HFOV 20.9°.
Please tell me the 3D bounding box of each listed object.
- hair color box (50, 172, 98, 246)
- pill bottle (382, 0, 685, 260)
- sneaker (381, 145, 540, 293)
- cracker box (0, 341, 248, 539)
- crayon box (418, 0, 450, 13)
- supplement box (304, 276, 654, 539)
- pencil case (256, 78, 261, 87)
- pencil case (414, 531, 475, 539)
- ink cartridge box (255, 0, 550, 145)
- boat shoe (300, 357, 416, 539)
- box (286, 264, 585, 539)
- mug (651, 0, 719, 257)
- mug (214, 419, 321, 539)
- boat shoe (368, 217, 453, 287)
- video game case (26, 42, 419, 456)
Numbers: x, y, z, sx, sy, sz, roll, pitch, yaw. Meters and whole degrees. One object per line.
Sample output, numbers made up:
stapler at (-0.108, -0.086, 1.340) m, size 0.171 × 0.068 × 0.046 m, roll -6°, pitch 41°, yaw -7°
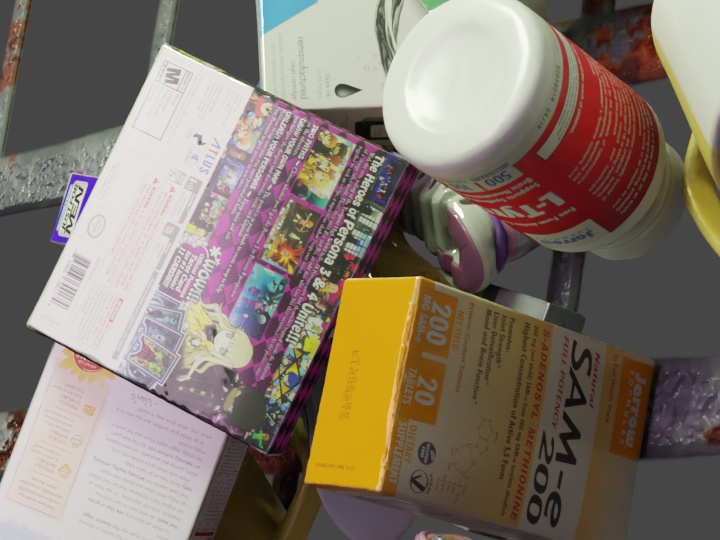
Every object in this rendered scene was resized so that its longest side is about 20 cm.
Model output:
hair color box at (-0.138, -0.025, 1.511) m, size 0.200 × 0.109 × 0.065 m, roll 9°, pitch 81°, yaw 49°
pill bottle at (0.113, -0.078, 1.176) m, size 0.112 × 0.200 × 0.112 m, roll -17°, pitch 61°, yaw 34°
sneaker at (0.067, -0.061, 1.323) m, size 0.200 × 0.088 × 0.081 m, roll 49°, pitch 155°, yaw 48°
cracker box at (-0.149, 0.119, 1.256) m, size 0.134 × 0.058 × 0.200 m, roll 21°, pitch 87°, yaw 16°
crayon box at (0.099, -0.258, 1.239) m, size 0.200 × 0.052 × 0.126 m, roll -30°, pitch 45°, yaw -3°
supplement box at (0.075, 0.088, 1.155) m, size 0.073 × 0.200 × 0.126 m, roll -3°, pitch 73°, yaw 51°
pencil case at (-0.035, -0.125, 1.394) m, size 0.078 × 0.087 × 0.200 m, roll 36°, pitch 107°, yaw 14°
pencil case at (0.038, 0.263, 1.217) m, size 0.083 × 0.087 × 0.200 m, roll 24°, pitch 93°, yaw 19°
ink cartridge box at (0.033, -0.147, 1.282) m, size 0.068 × 0.200 × 0.116 m, roll 99°, pitch 168°, yaw -71°
boat shoe at (-0.007, 0.077, 1.263) m, size 0.065 × 0.073 × 0.200 m, roll -98°, pitch -4°, yaw -79°
box at (0.046, 0.077, 1.317) m, size 0.200 × 0.041 × 0.156 m, roll 19°, pitch 88°, yaw 51°
mug at (0.228, -0.115, 1.123) m, size 0.187 × 0.149 × 0.153 m, roll -45°, pitch 37°, yaw 16°
mug at (-0.099, 0.195, 1.330) m, size 0.153 × 0.149 × 0.187 m, roll 43°, pitch 143°, yaw 40°
boat shoe at (0.000, 0.000, 1.312) m, size 0.200 × 0.072 × 0.072 m, roll 50°, pitch 140°, yaw 31°
video game case at (-0.086, -0.014, 1.208) m, size 0.181 × 0.036 × 0.200 m, roll 26°, pitch 91°, yaw 16°
